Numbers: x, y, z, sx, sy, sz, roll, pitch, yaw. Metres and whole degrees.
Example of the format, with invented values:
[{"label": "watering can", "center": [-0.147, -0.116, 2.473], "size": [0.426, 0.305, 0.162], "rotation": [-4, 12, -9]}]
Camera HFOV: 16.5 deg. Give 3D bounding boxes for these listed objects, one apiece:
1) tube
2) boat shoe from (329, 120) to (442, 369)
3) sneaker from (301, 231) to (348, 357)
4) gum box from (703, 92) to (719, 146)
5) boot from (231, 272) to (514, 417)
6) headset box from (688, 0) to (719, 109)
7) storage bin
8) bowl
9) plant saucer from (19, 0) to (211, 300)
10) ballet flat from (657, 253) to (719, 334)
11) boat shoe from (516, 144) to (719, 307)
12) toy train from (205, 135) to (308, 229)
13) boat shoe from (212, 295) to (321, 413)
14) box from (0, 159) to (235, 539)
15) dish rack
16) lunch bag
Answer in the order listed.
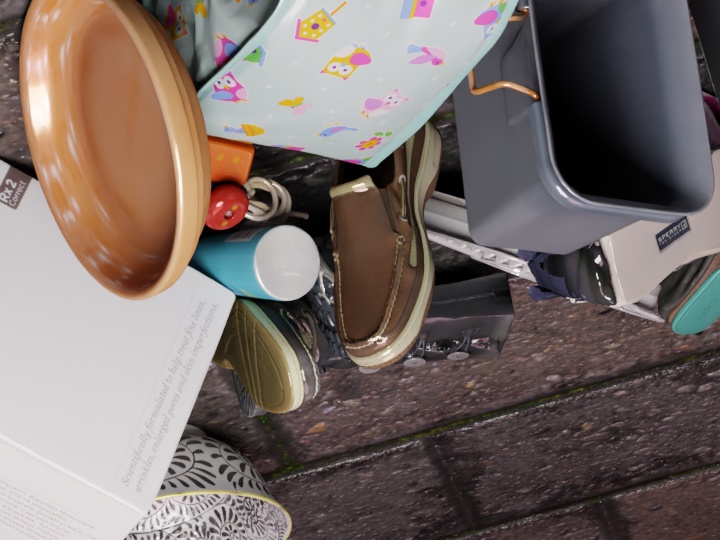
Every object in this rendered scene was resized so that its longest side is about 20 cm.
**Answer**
[{"label": "tube", "center": [-0.097, -0.006, 1.748], "size": [0.077, 0.051, 0.200], "rotation": [10, 175, -28]}, {"label": "boat shoe", "center": [0.004, -0.032, 1.647], "size": [0.074, 0.203, 0.075], "rotation": [-20, 136, 29]}, {"label": "sneaker", "center": [0.000, 0.000, 1.767], "size": [0.086, 0.078, 0.200], "rotation": [-23, -165, -4]}, {"label": "gum box", "center": [0.203, -0.077, 1.776], "size": [0.113, 0.067, 0.199], "rotation": [-32, 146, 33]}, {"label": "boot", "center": [0.008, 0.057, 1.939], "size": [0.199, 0.066, 0.165], "rotation": [-10, 167, -17]}, {"label": "headset box", "center": [0.328, -0.185, 1.607], "size": [0.199, 0.093, 0.174], "rotation": [-2, 150, -18]}, {"label": "storage bin", "center": [0.118, -0.107, 1.571], "size": [0.145, 0.201, 0.134], "rotation": [5, 156, -30]}, {"label": "bowl", "center": [-0.162, 0.188, 2.077], "size": [0.199, 0.095, 0.201], "rotation": [-9, 151, -5]}, {"label": "plant saucer", "center": [-0.145, -0.083, 1.499], "size": [0.037, 0.201, 0.200], "rotation": [-16, 157, -30]}, {"label": "ballet flat", "center": [0.289, -0.026, 1.902], "size": [0.068, 0.069, 0.200], "rotation": [8, 145, -36]}, {"label": "boat shoe", "center": [0.193, -0.034, 1.695], "size": [0.199, 0.075, 0.092], "rotation": [-25, -163, -39]}, {"label": "toy train", "center": [-0.079, -0.094, 1.637], "size": [0.199, 0.085, 0.116], "rotation": [10, 128, -44]}, {"label": "boat shoe", "center": [-0.059, 0.047, 1.741], "size": [0.066, 0.072, 0.201], "rotation": [-11, -166, -18]}, {"label": "box", "center": [-0.219, 0.070, 1.665], "size": [0.199, 0.200, 0.131], "rotation": [30, 140, -10]}, {"label": "dish rack", "center": [0.117, -0.020, 1.801], "size": [0.171, 0.044, 0.199], "rotation": [20, 180, 45]}, {"label": "lunch bag", "center": [-0.014, -0.159, 1.487], "size": [0.169, 0.123, 0.200], "rotation": [8, 151, -32]}]
